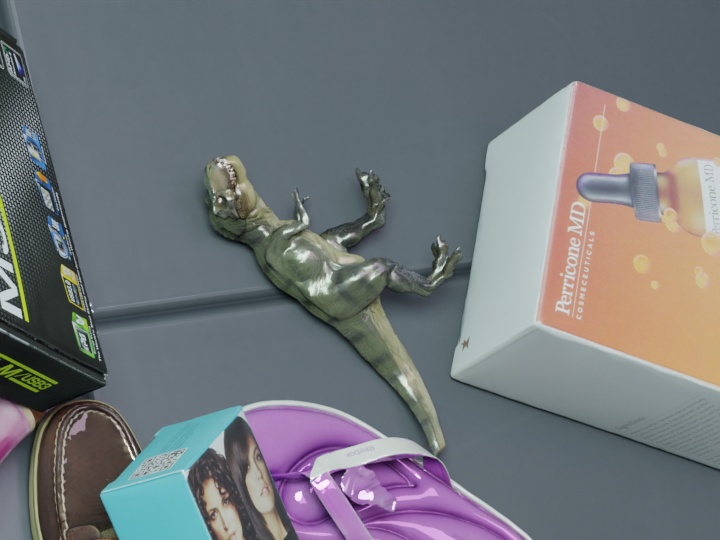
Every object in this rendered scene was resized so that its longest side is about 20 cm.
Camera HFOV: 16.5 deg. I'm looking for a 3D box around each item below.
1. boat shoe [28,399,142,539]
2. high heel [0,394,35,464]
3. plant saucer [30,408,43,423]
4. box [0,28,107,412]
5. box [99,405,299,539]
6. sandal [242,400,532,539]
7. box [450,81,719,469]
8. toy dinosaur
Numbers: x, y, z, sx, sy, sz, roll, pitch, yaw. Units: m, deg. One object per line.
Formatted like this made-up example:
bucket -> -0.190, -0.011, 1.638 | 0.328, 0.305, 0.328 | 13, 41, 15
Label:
boat shoe -> -0.114, 0.156, 1.230 | 0.072, 0.072, 0.201 | -3, 74, -26
high heel -> -0.247, 0.037, 1.176 | 0.200, 0.067, 0.096 | 53, 48, -15
plant saucer -> -0.237, 0.012, 1.245 | 0.200, 0.032, 0.201 | 9, 69, -24
box -> -0.198, -0.049, 1.166 | 0.047, 0.193, 0.200 | -22, 68, 11
box -> -0.054, 0.175, 1.215 | 0.200, 0.049, 0.082 | 68, 25, -12
sandal -> 0.015, 0.121, 1.316 | 0.202, 0.050, 0.083 | 24, 64, -16
box -> 0.170, 0.008, 1.397 | 0.200, 0.106, 0.153 | 19, 66, -19
toy dinosaur -> 0.000, 0.000, 1.355 | 0.200, 0.047, 0.088 | 47, 74, -5
